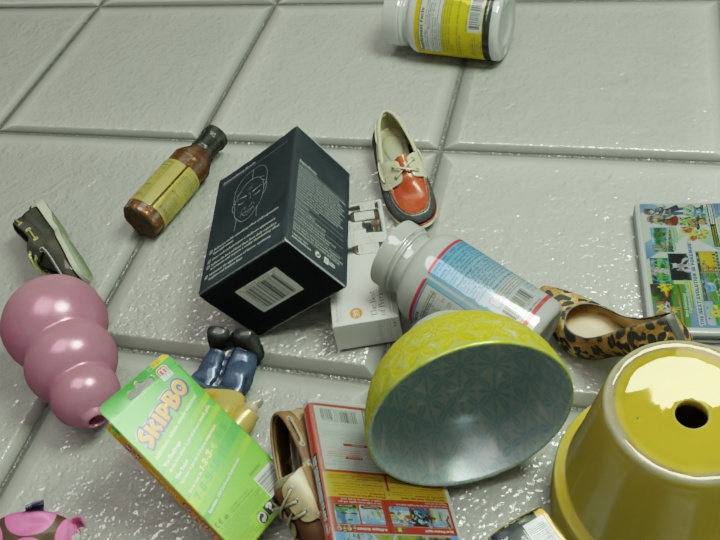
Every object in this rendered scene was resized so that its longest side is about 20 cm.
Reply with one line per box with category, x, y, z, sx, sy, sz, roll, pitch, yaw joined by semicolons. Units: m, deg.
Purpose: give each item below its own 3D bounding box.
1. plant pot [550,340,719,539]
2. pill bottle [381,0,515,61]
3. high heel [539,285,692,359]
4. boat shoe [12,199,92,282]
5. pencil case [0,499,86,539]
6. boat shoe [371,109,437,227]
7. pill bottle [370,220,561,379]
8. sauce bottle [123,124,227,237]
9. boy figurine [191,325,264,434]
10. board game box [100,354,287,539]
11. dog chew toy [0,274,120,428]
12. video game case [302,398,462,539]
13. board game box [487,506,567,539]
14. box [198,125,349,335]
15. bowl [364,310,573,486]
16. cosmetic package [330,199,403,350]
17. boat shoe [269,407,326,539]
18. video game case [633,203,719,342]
plant pot;0.268;0.168;0.664;0.198;0.190;0.202;-6;49;6
pill bottle;0.142;-0.408;1.247;0.198;0.115;0.115;13;53;22
high heel;0.260;0.044;0.805;0.071;0.143;0.200;-30;50;-15
boat shoe;-0.431;-0.028;1.069;0.060;0.072;0.201;-35;44;-14
pencil case;-0.317;0.328;0.721;0.092;0.091;0.202;-2;50;-8
boat shoe;0.058;-0.141;1.066;0.070;0.063;0.201;-12;49;-2
pill bottle;0.112;0.030;0.849;0.199;0.109;0.109;35;62;21
sauce bottle;-0.265;-0.136;1.131;0.065;0.066;0.201;17;53;25
boy figurine;-0.174;0.158;0.853;0.123;0.065;0.201;7;49;14
board game box;-0.162;0.183;0.775;0.200;0.030;0.095;46;50;2
dog chew toy;-0.345;0.100;0.907;0.124;0.125;0.201;-28;57;-13
video game case;0.025;0.216;0.736;0.142;0.018;0.201;12;41;-27
board game box;0.170;0.306;0.578;0.056;0.166;0.201;-24;48;-13
box;-0.102;-0.049;0.951;0.148;0.107;0.202;-29;41;30
bowl;0.092;0.103;0.737;0.198;0.202;0.108;-14;42;-1
cosmetic package;0.000;0.000;0.962;0.081;0.051;0.201;-11;48;4
boat shoe;-0.053;0.223;0.745;0.071;0.076;0.201;16;38;-30
video game case;0.419;-0.001;0.893;0.180;0.022;0.202;1;50;12
